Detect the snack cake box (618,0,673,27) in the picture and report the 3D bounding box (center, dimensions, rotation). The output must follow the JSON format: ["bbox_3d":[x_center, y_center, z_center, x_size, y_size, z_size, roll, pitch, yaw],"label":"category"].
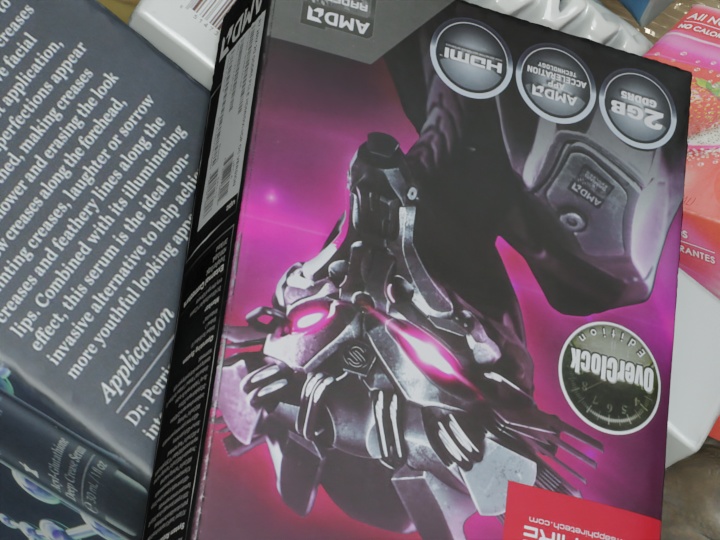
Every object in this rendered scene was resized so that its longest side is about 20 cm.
[{"bbox_3d":[0.075,-0.198,0.814,0.115,0.067,0.200,-40,83,-6],"label":"snack cake box"}]

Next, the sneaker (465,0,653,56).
[{"bbox_3d":[0.043,-0.095,0.825,0.200,0.075,0.081,32,39,-35],"label":"sneaker"}]

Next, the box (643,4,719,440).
[{"bbox_3d":[0.166,0.002,0.754,0.200,0.095,0.103,21,48,32],"label":"box"}]

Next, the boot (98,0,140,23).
[{"bbox_3d":[-0.085,-0.159,0.822,0.175,0.066,0.200,18,63,-30],"label":"boot"}]

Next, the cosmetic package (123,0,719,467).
[{"bbox_3d":[0.000,0.000,0.739,0.200,0.151,0.052,38,57,-6],"label":"cosmetic package"}]

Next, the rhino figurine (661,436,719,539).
[{"bbox_3d":[0.122,0.090,0.799,0.087,0.060,0.200,-5,62,21],"label":"rhino figurine"}]

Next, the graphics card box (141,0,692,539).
[{"bbox_3d":[0.015,0.027,0.619,0.125,0.051,0.200,16,64,-17],"label":"graphics card box"}]

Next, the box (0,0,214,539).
[{"bbox_3d":[-0.077,0.025,0.695,0.200,0.148,0.107,38,59,-4],"label":"box"}]
